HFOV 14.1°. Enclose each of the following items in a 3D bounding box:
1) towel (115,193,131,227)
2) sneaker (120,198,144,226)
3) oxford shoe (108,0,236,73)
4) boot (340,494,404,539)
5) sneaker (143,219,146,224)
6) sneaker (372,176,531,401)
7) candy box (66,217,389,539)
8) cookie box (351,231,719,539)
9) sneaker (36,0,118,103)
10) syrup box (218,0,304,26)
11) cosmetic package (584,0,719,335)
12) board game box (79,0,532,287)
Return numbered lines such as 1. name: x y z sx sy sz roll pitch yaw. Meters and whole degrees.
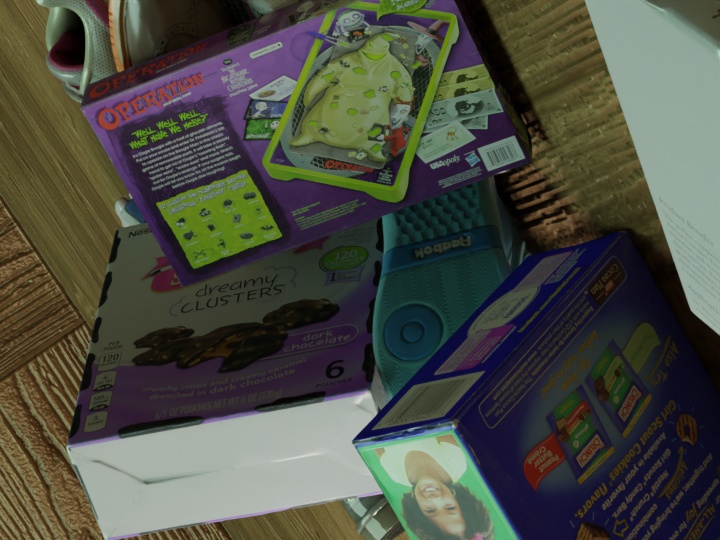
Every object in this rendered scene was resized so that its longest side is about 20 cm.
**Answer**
1. towel: -0.158 0.033 2.717 0.191 0.032 0.200 52 169 18
2. sneaker: -0.057 -0.042 1.972 0.199 0.115 0.081 25 -164 -45
3. oxford shoe: -0.068 -0.094 1.518 0.073 0.071 0.200 19 153 36
4. boot: -0.009 0.074 1.907 0.200 0.073 0.182 47 -153 13
5. sneaker: -0.091 -0.006 1.728 0.074 0.088 0.200 21 137 21
6. sneaker: 0.055 0.019 1.552 0.131 0.079 0.201 63 -156 -58
7. candy box: -0.059 0.045 1.581 0.200 0.167 0.072 -84 -20 -54
8. cookie box: 0.112 0.113 1.433 0.075 0.171 0.200 -14 113 46
9. sneaker: -0.125 -0.117 1.592 0.081 0.088 0.200 40 161 56
10. syrup box: -0.036 -0.149 1.564 0.079 0.081 0.200 59 170 -26
11. cosmetic package: 0.154 -0.046 1.087 0.102 0.074 0.200 44 162 46
12. board game box: -0.027 -0.075 1.471 0.032 0.199 0.120 -88 -26 -53
